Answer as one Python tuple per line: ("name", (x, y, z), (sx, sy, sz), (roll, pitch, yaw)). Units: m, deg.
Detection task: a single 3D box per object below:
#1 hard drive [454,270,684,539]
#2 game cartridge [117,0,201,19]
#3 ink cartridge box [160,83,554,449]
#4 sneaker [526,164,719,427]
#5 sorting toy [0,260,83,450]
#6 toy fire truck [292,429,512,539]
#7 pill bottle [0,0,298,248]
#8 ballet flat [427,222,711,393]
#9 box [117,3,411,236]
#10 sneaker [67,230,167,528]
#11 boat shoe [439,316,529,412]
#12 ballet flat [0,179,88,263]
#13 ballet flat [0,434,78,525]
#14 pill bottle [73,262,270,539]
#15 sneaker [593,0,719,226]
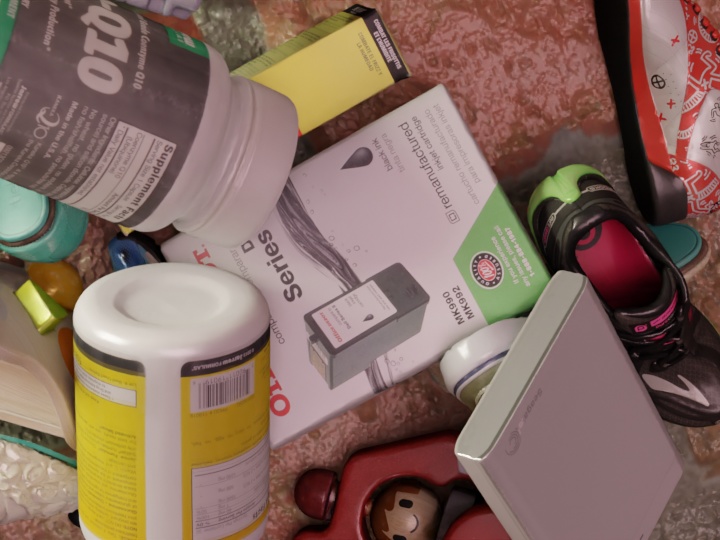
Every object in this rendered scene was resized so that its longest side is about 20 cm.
("hard drive", (0.130, 0.112, 1.242), (0.132, 0.026, 0.200), (-58, 140, -23))
("game cartridge", (-0.193, -0.196, 1.191), (0.199, 0.133, 0.042), (17, 104, -17))
("ink cartridge box", (0.000, 0.000, 1.261), (0.199, 0.084, 0.146), (-30, 88, 4))
("sneaker", (0.169, 0.028, 1.262), (0.077, 0.084, 0.200), (-38, 112, 5))
("sorting toy", (-0.248, 0.025, 1.175), (0.199, 0.180, 0.107), (15, 86, 5))
("toy fire truck", (0.029, 0.199, 1.327), (0.167, 0.112, 0.201), (13, 97, 6))
("pill bottle", (-0.143, -0.089, 1.147), (0.199, 0.113, 0.114), (21, 95, -26))
("ballet flat", (0.132, 0.025, 1.340), (0.199, 0.068, 0.063), (-18, 131, -4))
("box", (-0.071, -0.094, 1.264), (0.199, 0.075, 0.050), (-29, 104, -6))
("sneaker", (-0.150, 0.075, 1.278), (0.089, 0.078, 0.201), (0, 99, -7))
("boat shoe", (0.109, 0.079, 1.271), (0.072, 0.200, 0.062), (-31, 67, 13))
("ballet flat", (-0.202, -0.092, 1.234), (0.067, 0.070, 0.201), (-16, 68, 10))
("ballet flat", (-0.254, 0.118, 1.218), (0.199, 0.072, 0.072), (24, 95, -21))
("pill bottle", (-0.108, 0.105, 1.195), (0.111, 0.112, 0.201), (-3, 115, -10))
("sneaker", (0.215, -0.136, 1.317), (0.107, 0.067, 0.202), (-15, 106, -9))
